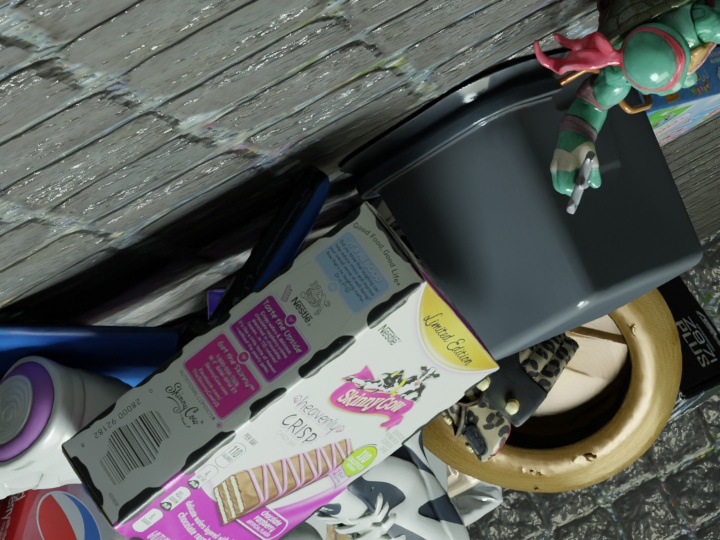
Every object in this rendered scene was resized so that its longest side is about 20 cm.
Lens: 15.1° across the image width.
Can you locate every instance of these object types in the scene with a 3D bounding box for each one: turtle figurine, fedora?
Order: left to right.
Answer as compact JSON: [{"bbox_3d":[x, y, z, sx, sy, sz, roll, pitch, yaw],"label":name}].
[{"bbox_3d":[0.111,0.046,1.770,0.200,0.201,0.082,-29,-168,16],"label":"fedora"},{"bbox_3d":[0.161,-0.105,1.366,0.149,0.101,0.200,-14,-166,19],"label":"turtle figurine"}]

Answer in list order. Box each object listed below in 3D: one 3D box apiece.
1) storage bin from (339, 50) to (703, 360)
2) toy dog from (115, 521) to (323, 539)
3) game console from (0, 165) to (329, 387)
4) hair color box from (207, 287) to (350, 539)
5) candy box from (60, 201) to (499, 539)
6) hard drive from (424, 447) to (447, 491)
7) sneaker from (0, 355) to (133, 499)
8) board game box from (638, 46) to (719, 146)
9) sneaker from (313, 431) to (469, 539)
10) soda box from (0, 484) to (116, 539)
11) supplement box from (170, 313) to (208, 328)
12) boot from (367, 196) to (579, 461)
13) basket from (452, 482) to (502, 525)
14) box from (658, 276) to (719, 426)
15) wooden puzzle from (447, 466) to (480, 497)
[{"bbox_3d":[0.111,-0.040,1.511,0.145,0.135,0.200,-31,174,32],"label":"storage bin"},{"bbox_3d":[-0.120,0.169,1.603,0.096,0.132,0.200,-28,177,-42],"label":"toy dog"},{"bbox_3d":[-0.114,0.008,1.481,0.171,0.118,0.200,-58,-179,-13],"label":"game console"},{"bbox_3d":[-0.038,0.107,1.708,0.064,0.202,0.109,3,-173,37],"label":"hair color box"},{"bbox_3d":[-0.038,0.070,1.392,0.200,0.061,0.136,-39,152,3],"label":"candy box"},{"bbox_3d":[0.021,0.077,1.818,0.026,0.202,0.132,-1,-175,24],"label":"hard drive"},{"bbox_3d":[-0.175,0.097,1.473,0.099,0.075,0.200,12,166,-29],"label":"sneaker"},{"bbox_3d":[0.161,-0.092,1.756,0.151,0.037,0.200,-32,173,33],"label":"board game box"},{"bbox_3d":[-0.004,0.145,1.638,0.079,0.201,0.129,1,-167,39],"label":"sneaker"},{"bbox_3d":[-0.180,0.138,1.552,0.063,0.070,0.201,-33,-151,31],"label":"soda box"},{"bbox_3d":[-0.108,0.106,1.781,0.103,0.132,0.200,-32,174,40],"label":"supplement box"},{"bbox_3d":[0.025,0.048,1.526,0.200,0.151,0.073,-47,180,-41],"label":"boot"},{"bbox_3d":[-0.036,0.137,2.077,0.197,0.201,0.161,-22,178,-38],"label":"basket"},{"bbox_3d":[0.161,0.022,1.890,0.086,0.201,0.164,-38,170,21],"label":"box"},{"bbox_3d":[-0.031,0.107,1.916,0.199,0.186,0.037,-30,-169,12],"label":"wooden puzzle"}]
